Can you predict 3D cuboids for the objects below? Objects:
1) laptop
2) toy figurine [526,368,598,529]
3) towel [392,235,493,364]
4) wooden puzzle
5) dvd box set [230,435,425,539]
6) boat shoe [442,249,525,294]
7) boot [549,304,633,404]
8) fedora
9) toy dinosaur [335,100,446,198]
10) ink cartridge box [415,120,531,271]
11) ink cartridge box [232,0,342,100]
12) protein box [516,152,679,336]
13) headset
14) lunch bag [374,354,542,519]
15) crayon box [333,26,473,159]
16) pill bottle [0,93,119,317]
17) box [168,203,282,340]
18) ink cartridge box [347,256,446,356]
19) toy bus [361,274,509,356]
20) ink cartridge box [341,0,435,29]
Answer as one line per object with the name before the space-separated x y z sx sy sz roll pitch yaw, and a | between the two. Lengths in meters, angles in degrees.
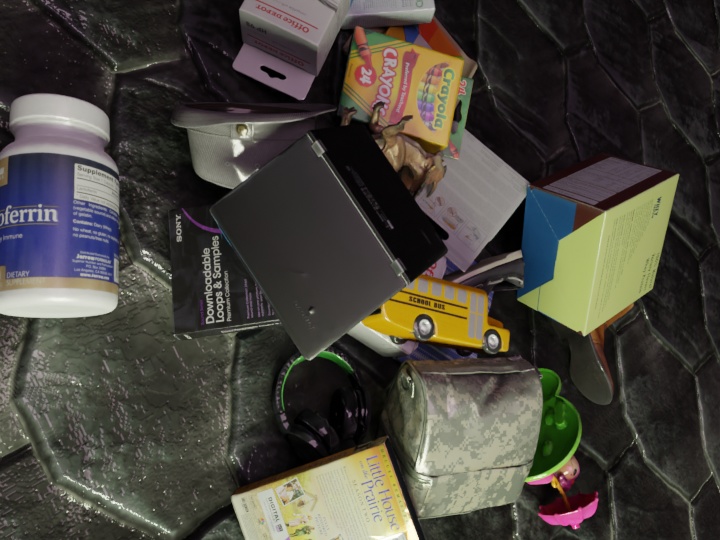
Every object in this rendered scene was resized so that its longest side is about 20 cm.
laptop | -0.025 -0.044 0.633 0.190 0.115 0.199 55 33 2
toy figurine | 0.289 0.286 0.857 0.187 0.147 0.202 57 35 -23
towel | 0.130 0.066 0.849 0.143 0.024 0.205 30 68 -25
wooden puzzle | 0.087 -0.335 0.891 0.198 0.037 0.188 39 65 -17
dvd box set | -0.034 0.288 0.638 0.195 0.029 0.151 -22 90 12
boat shoe | 0.178 0.022 0.831 0.196 0.072 0.065 -19 94 -39
boot | 0.421 0.104 0.995 0.197 0.068 0.192 -30 88 -37
fedora | -0.124 -0.150 0.681 0.193 0.177 0.094 -4 111 -15
toy dinosaur | 0.018 -0.142 0.764 0.087 0.193 0.139 -85 164 -55
ink cartridge box | 0.140 -0.108 0.844 0.162 0.057 0.201 40 67 7
ink cartridge box | -0.084 -0.345 0.755 0.113 0.067 0.205 22 72 -1
protein box | 0.364 -0.049 0.889 0.196 0.134 0.205 -23 125 -30
headset | -0.029 0.188 0.694 0.121 0.094 0.205 -23 82 -30
lunch bag | 0.126 0.192 0.718 0.193 0.140 0.173 3 115 -22
crayon box | 0.069 -0.250 0.813 0.193 0.051 0.132 13 85 -9
pill bottle | -0.303 -0.061 0.575 0.112 0.115 0.208 1 79 -28
box | -0.115 -0.009 0.643 0.193 0.036 0.148 -9 74 -2
ink cartridge box | 0.000 0.000 0.750 0.198 0.085 0.150 35 66 -21
toy bus | 0.095 0.055 0.709 0.194 0.065 0.081 13 73 -26
ink cartridge box | 0.005 -0.463 0.850 0.192 0.041 0.207 -4 80 -6
